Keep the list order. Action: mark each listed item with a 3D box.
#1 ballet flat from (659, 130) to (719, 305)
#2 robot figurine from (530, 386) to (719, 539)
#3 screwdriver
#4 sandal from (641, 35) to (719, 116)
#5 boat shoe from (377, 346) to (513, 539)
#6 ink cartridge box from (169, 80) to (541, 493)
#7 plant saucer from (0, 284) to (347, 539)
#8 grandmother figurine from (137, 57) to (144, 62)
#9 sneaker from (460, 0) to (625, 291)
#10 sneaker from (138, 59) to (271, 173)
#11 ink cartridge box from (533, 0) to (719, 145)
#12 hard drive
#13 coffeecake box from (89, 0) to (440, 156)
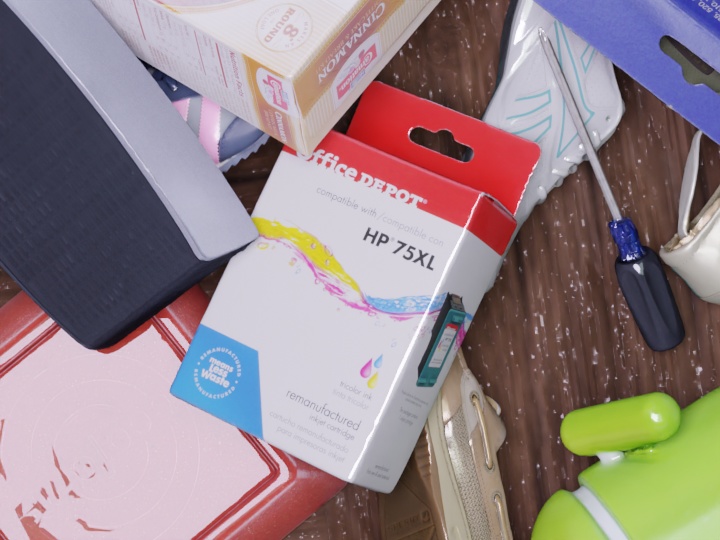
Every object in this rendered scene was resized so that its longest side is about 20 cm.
[{"bbox_3d":[0.223,-0.079,1.088,0.069,0.069,0.200,26,85,-1],"label":"ballet flat"},{"bbox_3d":[0.177,0.139,1.047,0.200,0.116,0.176,-32,100,-4],"label":"robot figurine"},{"bbox_3d":[0.132,-0.040,1.064,0.029,0.028,0.200,-54,125,-43],"label":"screwdriver"},{"bbox_3d":[0.140,-0.168,1.052,0.201,0.057,0.080,43,52,0],"label":"sandal"},{"bbox_3d":[0.042,0.090,1.076,0.064,0.071,0.201,1,76,-37],"label":"boat shoe"},{"bbox_3d":[0.000,0.000,1.017,0.116,0.067,0.200,23,87,23],"label":"ink cartridge box"},{"bbox_3d":[-0.142,0.101,1.077,0.199,0.037,0.200,-39,90,-4],"label":"plant saucer"},{"bbox_3d":[-0.138,-0.149,1.085,0.199,0.061,0.122,18,102,-4],"label":"grandmother figurine"},{"bbox_3d":[0.102,-0.077,1.082,0.080,0.070,0.201,19,85,-4],"label":"sneaker"},{"bbox_3d":[-0.101,-0.088,1.041,0.200,0.070,0.082,-34,112,13],"label":"sneaker"},{"bbox_3d":[0.221,-0.168,1.023,0.197,0.047,0.200,35,80,-14],"label":"ink cartridge box"},{"bbox_3d":[-0.158,-0.061,1.003,0.135,0.042,0.200,-35,96,32],"label":"hard drive"},{"bbox_3d":[-0.063,-0.175,1.004,0.200,0.073,0.154,31,68,21],"label":"coffeecake box"}]
